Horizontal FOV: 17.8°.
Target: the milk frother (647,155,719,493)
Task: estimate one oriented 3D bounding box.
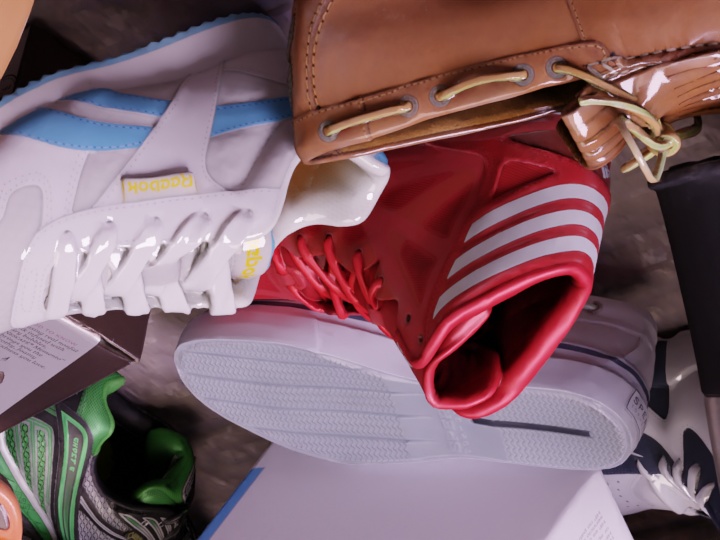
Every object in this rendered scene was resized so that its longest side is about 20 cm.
[{"bbox_3d":[0.213,0.038,0.752,0.179,0.190,0.200,-12,180,-20],"label":"milk frother"}]

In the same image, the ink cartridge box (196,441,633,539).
[{"bbox_3d":[0.037,0.168,0.995,0.145,0.147,0.201,23,155,37],"label":"ink cartridge box"}]

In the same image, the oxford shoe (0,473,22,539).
[{"bbox_3d":[-0.194,0.136,0.961,0.071,0.073,0.200,26,127,-16],"label":"oxford shoe"}]

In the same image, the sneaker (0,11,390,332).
[{"bbox_3d":[-0.075,-0.021,0.768,0.081,0.199,0.077,43,141,21],"label":"sneaker"}]

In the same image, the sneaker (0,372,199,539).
[{"bbox_3d":[-0.106,0.118,1.060,0.084,0.079,0.200,-10,139,23],"label":"sneaker"}]

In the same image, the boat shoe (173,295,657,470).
[{"bbox_3d":[0.025,0.036,0.932,0.198,0.067,0.074,9,137,19],"label":"boat shoe"}]

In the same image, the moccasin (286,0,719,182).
[{"bbox_3d":[0.075,-0.063,0.758,0.199,0.079,0.074,-2,172,-2],"label":"moccasin"}]

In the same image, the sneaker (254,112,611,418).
[{"bbox_3d":[0.000,0.000,0.847,0.199,0.116,0.078,-20,135,33],"label":"sneaker"}]

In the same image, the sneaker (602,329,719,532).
[{"bbox_3d":[0.150,0.093,0.925,0.198,0.130,0.079,-23,132,36],"label":"sneaker"}]

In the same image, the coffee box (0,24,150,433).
[{"bbox_3d":[-0.166,0.006,0.896,0.080,0.114,0.199,34,138,-30],"label":"coffee box"}]

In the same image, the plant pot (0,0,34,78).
[{"bbox_3d":[-0.186,-0.113,0.697,0.139,0.202,0.200,15,147,-38],"label":"plant pot"}]
